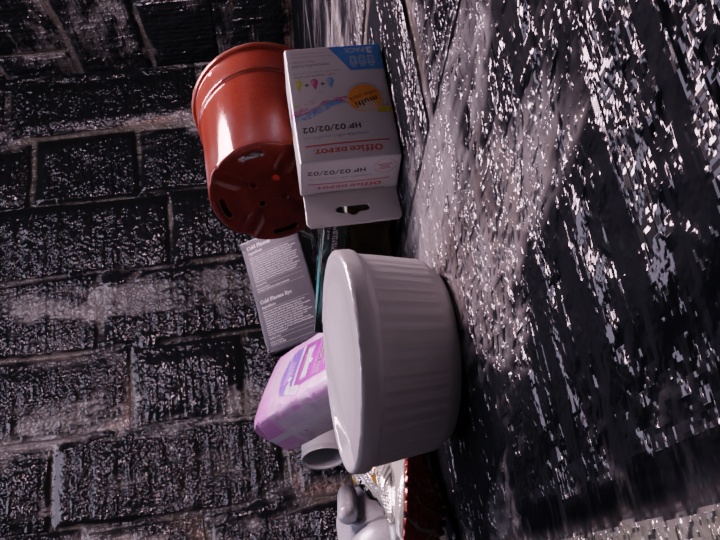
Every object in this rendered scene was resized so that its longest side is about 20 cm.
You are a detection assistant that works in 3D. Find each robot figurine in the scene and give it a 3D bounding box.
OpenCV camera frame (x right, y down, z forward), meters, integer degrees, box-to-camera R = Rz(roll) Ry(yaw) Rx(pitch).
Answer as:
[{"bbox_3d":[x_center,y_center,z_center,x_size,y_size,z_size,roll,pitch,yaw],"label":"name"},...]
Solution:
[{"bbox_3d":[0.030,0.331,0.931,0.170,0.113,0.200,44,-176,-13],"label":"robot figurine"}]

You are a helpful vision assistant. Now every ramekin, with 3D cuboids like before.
[{"bbox_3d":[0.025,0.080,0.707,0.202,0.093,0.205,177,90,-78],"label":"ramekin"}]

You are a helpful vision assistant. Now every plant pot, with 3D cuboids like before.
[{"bbox_3d":[-0.122,-0.159,1.006,0.197,0.198,0.202,-101,7,-46],"label":"plant pot"}]

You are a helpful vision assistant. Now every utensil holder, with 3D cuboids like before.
[{"bbox_3d":[-0.143,0.612,2.871,0.171,0.168,0.202,90,174,-50],"label":"utensil holder"}]

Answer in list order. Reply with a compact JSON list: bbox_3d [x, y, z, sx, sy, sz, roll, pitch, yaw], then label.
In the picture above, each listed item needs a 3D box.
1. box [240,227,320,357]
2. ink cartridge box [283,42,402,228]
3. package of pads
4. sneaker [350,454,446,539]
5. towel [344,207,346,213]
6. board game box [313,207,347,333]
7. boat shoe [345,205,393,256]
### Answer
[{"bbox_3d":[-0.086,0.041,1.243,0.200,0.103,0.184,25,-135,-69],"label":"box"},{"bbox_3d":[-0.019,-0.155,0.872,0.068,0.114,0.202,96,165,-64],"label":"ink cartridge box"},{"bbox_3d":[-0.040,0.133,0.943,0.199,0.075,0.121,-34,28,38],"label":"package of pads"},{"bbox_3d":[0.036,0.230,0.825,0.078,0.082,0.201,49,-165,-26],"label":"sneaker"},{"bbox_3d":[-0.009,-0.182,1.109,0.171,0.048,0.203,98,165,-79],"label":"towel"},{"bbox_3d":[-0.040,-0.013,0.971,0.200,0.028,0.137,-107,22,-79],"label":"board game box"},{"bbox_3d":[0.007,-0.026,1.001,0.063,0.072,0.203,-91,-1,-74],"label":"boat shoe"}]
